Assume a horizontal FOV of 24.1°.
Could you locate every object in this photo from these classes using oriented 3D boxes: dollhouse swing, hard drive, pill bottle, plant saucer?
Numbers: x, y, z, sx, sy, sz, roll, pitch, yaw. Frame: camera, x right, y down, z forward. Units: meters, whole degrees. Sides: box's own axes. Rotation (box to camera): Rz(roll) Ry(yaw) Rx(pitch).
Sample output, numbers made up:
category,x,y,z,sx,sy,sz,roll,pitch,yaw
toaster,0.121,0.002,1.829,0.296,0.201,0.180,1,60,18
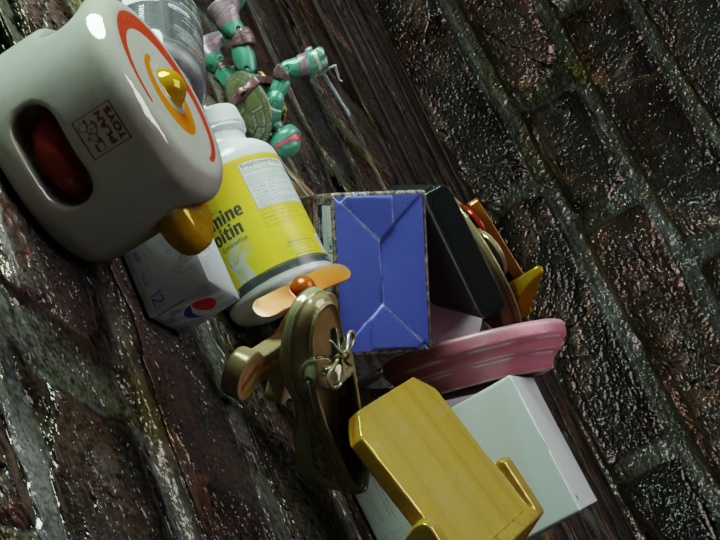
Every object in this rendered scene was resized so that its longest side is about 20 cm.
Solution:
category,x,y,z,sx,sy,sz,roll,pitch,yaw
dollhouse swing,0.045,0.234,1.554,0.175,0.183,0.200,37,25,14
hard drive,0.083,-0.024,1.771,0.140,0.033,0.200,63,-9,-8
pill bottle,-0.200,-0.193,1.611,0.107,0.106,0.201,54,13,-31
plant saucer,0.124,0.100,1.778,0.200,0.199,0.051,19,56,-74
pill bottle,-0.114,-0.056,1.635,0.201,0.111,0.112,63,11,15

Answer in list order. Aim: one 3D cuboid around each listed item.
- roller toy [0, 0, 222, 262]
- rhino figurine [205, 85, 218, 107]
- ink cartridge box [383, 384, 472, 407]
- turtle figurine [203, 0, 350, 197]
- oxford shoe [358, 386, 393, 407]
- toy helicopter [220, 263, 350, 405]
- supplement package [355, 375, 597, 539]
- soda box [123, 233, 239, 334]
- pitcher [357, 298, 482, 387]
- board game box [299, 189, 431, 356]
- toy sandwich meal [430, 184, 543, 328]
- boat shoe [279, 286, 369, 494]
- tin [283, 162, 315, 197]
category,x,y,z,sx,sy,sz,roll,pitch,yaw
roller toy,-0.196,-0.112,1.320,0.182,0.139,0.201,46,18,-52
rhino figurine,-0.158,-0.127,1.765,0.201,0.059,0.087,62,11,0
ink cartridge box,0.110,0.214,1.925,0.201,0.114,0.068,63,-24,16
turtle figurine,-0.097,-0.179,1.719,0.100,0.150,0.201,-14,65,-53
oxford shoe,0.013,0.144,1.802,0.071,0.073,0.200,64,11,22
toy helicopter,-0.069,0.065,1.541,0.078,0.133,0.200,23,21,18
supplement package,0.116,0.221,1.733,0.153,0.199,0.151,62,11,11
soda box,-0.178,-0.050,1.450,0.201,0.063,0.068,65,12,22
pitcher,0.037,0.064,1.906,0.198,0.121,0.173,9,57,-25
board game box,0.000,0.000,1.734,0.200,0.096,0.161,-171,-101,-78
toy sandwich meal,0.138,-0.019,1.832,0.206,0.070,0.205,57,-8,13
boat shoe,-0.025,0.109,1.520,0.073,0.062,0.202,-37,130,-42
tin,-0.094,-0.103,1.901,0.200,0.042,0.112,45,4,35
